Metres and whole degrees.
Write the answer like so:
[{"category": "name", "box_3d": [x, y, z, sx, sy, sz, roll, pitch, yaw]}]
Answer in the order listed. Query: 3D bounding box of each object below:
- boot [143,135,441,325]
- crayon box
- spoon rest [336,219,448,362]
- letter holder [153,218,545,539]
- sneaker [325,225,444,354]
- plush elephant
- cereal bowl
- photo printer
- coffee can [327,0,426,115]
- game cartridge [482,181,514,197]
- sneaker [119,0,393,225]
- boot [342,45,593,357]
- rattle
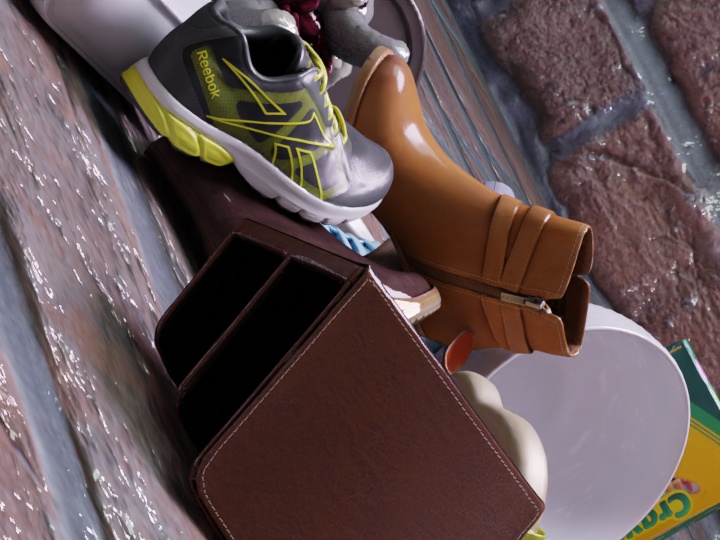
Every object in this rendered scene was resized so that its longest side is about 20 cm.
[{"category": "boot", "box_3d": [-0.036, -0.024, 1.581, 0.167, 0.072, 0.200, 58, 24, 7]}, {"category": "crayon box", "box_3d": [0.181, 0.151, 1.941, 0.119, 0.200, 0.058, 62, 6, 13]}, {"category": "spoon rest", "box_3d": [0.017, 0.014, 1.907, 0.201, 0.060, 0.099, 66, 10, 26]}, {"category": "letter holder", "box_3d": [-0.023, 0.099, 1.316, 0.100, 0.142, 0.200, 22, -24, 47]}, {"category": "sneaker", "box_3d": [0.000, 0.000, 1.774, 0.200, 0.082, 0.074, 51, 12, -50]}, {"category": "plush elephant", "box_3d": [-0.045, -0.153, 1.698, 0.200, 0.154, 0.165, 53, -31, 42]}, {"category": "cereal bowl", "box_3d": [0.117, 0.103, 1.776, 0.200, 0.200, 0.083, 53, -2, -40]}, {"category": "photo printer", "box_3d": [-0.155, -0.189, 1.525, 0.167, 0.069, 0.200, 65, 10, 27]}, {"category": "coffee can", "box_3d": [-0.030, -0.199, 2.047, 0.147, 0.146, 0.200, 57, 8, -20]}, {"category": "game cartridge", "box_3d": [0.084, 0.055, 1.864, 0.134, 0.040, 0.201, -69, 163, -55]}, {"category": "sneaker", "box_3d": [-0.041, -0.090, 1.519, 0.200, 0.085, 0.075, 21, 30, -44]}, {"category": "boot", "box_3d": [0.067, -0.037, 1.648, 0.077, 0.155, 0.201, -36, 131, -50]}, {"category": "rattle", "box_3d": [0.024, 0.102, 1.570, 0.142, 0.130, 0.201, 8, 49, -21]}]
